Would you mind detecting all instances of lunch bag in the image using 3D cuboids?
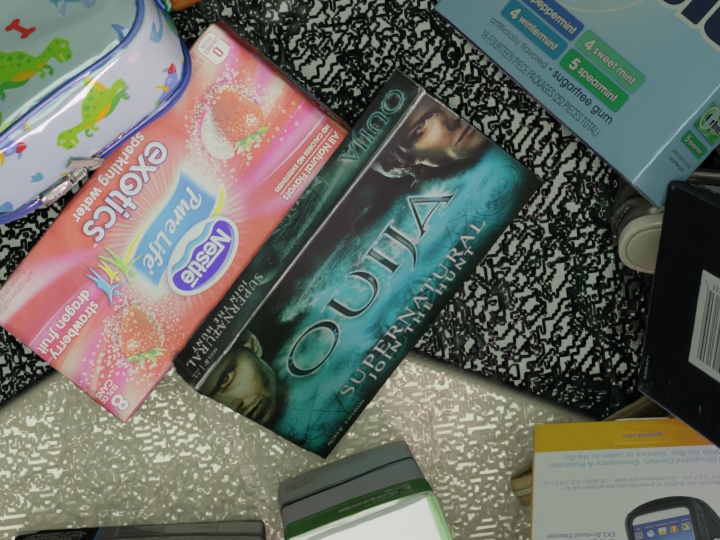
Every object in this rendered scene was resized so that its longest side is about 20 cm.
[{"bbox_3d":[-0.188,-0.133,1.480,0.161,0.082,0.200,-37,56,1],"label":"lunch bag"}]

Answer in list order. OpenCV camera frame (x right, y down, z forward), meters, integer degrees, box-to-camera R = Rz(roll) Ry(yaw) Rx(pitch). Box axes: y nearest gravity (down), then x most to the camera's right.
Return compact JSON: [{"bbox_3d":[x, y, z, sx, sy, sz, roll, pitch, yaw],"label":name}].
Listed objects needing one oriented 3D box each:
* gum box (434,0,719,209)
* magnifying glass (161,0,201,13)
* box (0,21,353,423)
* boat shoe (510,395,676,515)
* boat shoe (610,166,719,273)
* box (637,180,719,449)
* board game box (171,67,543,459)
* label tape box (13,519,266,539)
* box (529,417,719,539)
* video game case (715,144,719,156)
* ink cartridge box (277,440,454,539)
[{"bbox_3d":[0.165,-0.161,1.496,0.200,0.045,0.170,-49,57,4],"label":"gum box"},{"bbox_3d":[-0.126,-0.145,1.555,0.199,0.022,0.080,-26,94,4],"label":"magnifying glass"},{"bbox_3d":[-0.102,-0.028,1.526,0.103,0.095,0.200,39,94,-4],"label":"box"},{"bbox_3d":[0.175,0.081,1.548,0.200,0.073,0.063,-40,97,4],"label":"boat shoe"},{"bbox_3d":[0.237,-0.032,1.543,0.199,0.067,0.057,3,55,-5],"label":"boat shoe"},{"bbox_3d":[0.273,0.039,1.411,0.198,0.200,0.124,3,103,-17],"label":"box"},{"bbox_3d":[0.000,0.000,1.518,0.028,0.135,0.200,41,95,37],"label":"board game box"},{"bbox_3d":[-0.121,0.182,1.492,0.144,0.200,0.064,-3,95,0],"label":"label tape box"},{"bbox_3d":[0.147,0.173,1.458,0.119,0.042,0.201,-2,61,12],"label":"box"},{"bbox_3d":[0.265,-0.047,1.472,0.142,0.200,0.018,8,103,-1],"label":"video game case"},{"bbox_3d":[0.018,0.180,1.495,0.084,0.200,0.147,-21,96,-1],"label":"ink cartridge box"}]
